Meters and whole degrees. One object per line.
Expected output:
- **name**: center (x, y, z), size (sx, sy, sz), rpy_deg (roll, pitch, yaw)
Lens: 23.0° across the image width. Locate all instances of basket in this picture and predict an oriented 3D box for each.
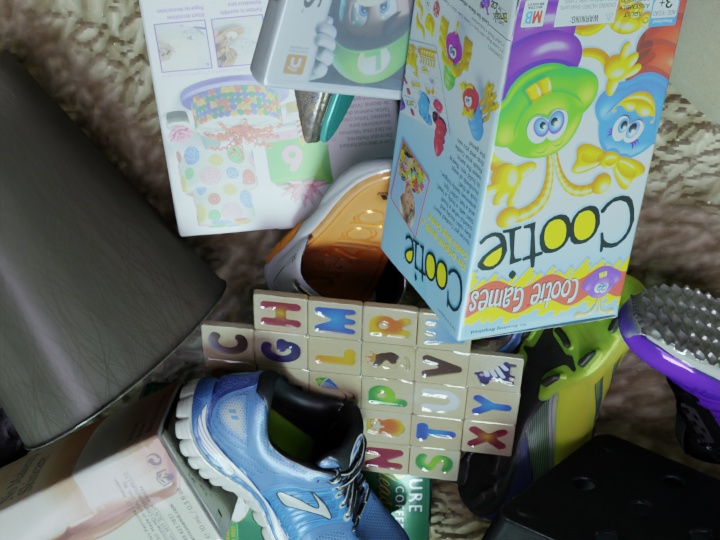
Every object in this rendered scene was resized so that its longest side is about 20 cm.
- **basket**: center (-0.201, -0.022, 1.080), size (0.136, 0.180, 0.200), rpy_deg (-26, 105, 37)

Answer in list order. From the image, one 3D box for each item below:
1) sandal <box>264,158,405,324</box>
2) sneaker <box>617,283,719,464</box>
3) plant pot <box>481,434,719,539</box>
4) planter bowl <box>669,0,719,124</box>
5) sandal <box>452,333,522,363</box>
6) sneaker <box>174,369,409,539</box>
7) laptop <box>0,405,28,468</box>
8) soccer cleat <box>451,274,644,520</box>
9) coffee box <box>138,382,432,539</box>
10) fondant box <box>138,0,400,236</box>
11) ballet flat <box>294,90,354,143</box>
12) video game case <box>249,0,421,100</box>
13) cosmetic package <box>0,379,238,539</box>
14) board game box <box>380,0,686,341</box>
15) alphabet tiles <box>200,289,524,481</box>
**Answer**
- **sandal**: center (-0.008, -0.001, 1.077), size (0.079, 0.059, 0.207), rpy_deg (4, 155, -15)
- **sneaker**: center (0.230, 0.082, 1.143), size (0.200, 0.070, 0.100), rpy_deg (23, 127, -28)
- **plant pot**: center (0.167, 0.224, 1.131), size (0.200, 0.199, 0.178), rpy_deg (21, 120, 32)
- **planter bowl**: center (0.218, -0.169, 0.966), size (0.135, 0.200, 0.200), rpy_deg (18, 118, 7)
- **sandal**: center (0.074, -0.017, 1.077), size (0.079, 0.087, 0.200), rpy_deg (2, 133, 17)
- **sneaker**: center (-0.027, 0.133, 1.121), size (0.089, 0.079, 0.200), rpy_deg (-20, 130, 32)
- **laptop**: center (-0.345, 0.124, 1.239), size (0.177, 0.103, 0.200), rpy_deg (35, 88, -16)
- **soccer cleat**: center (0.136, 0.085, 1.182), size (0.084, 0.065, 0.200), rpy_deg (13, 117, -40)
- **coffee box**: center (-0.049, 0.139, 1.216), size (0.200, 0.044, 0.123), rpy_deg (0, 116, 3)
- **fondant box**: center (-0.051, -0.125, 1.067), size (0.144, 0.058, 0.200), rpy_deg (-5, 117, 4)
- **ballet flat**: center (-0.008, -0.169, 0.984), size (0.067, 0.068, 0.200), rpy_deg (28, 110, 7)
- **video game case**: center (0.055, -0.174, 0.944), size (0.200, 0.023, 0.182), rpy_deg (2, 120, -29)
- **cosmetic package**: center (-0.187, 0.162, 1.148), size (0.200, 0.103, 0.087), rpy_deg (-27, 104, 10)
- **board game box**: center (0.088, -0.078, 0.943), size (0.103, 0.105, 0.200), rpy_deg (-7, 124, -24)
- **alphabet tiles**: center (0.000, 0.076, 1.116), size (0.200, 0.006, 0.166), rpy_deg (6, 138, 4)
